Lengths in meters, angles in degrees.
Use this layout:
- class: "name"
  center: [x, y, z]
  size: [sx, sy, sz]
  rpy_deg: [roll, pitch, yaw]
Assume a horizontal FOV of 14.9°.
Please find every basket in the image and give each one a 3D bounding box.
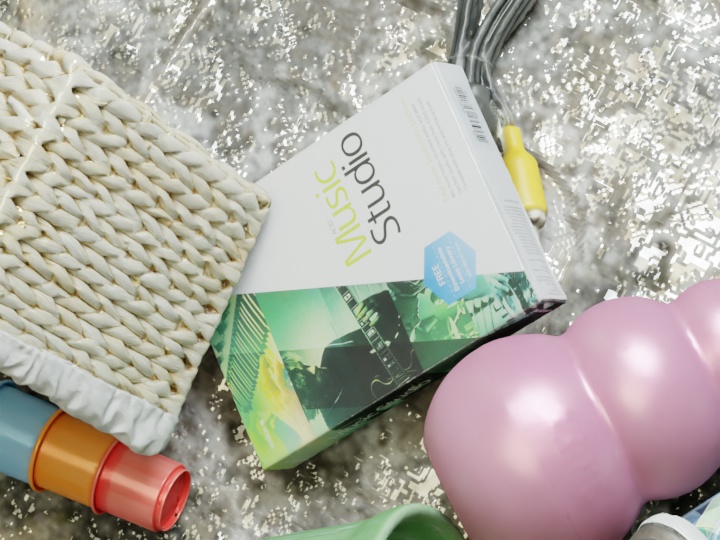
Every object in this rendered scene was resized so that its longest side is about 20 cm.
- class: "basket"
  center: [-0.185, -0.029, 1.468]
  size: [0.198, 0.200, 0.161]
  rpy_deg: [25, 83, 40]

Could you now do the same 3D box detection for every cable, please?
- class: "cable"
  center: [0.063, -0.094, 1.516]
  size: [0.097, 0.050, 0.201]
  rpy_deg: [-8, 65, 33]

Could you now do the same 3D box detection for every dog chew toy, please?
- class: "dog chew toy"
  center: [0.135, 0.072, 1.413]
  size: [0.199, 0.125, 0.125]
  rpy_deg: [-27, 73, 3]

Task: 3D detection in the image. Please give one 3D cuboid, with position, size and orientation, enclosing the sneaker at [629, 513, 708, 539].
- class: "sneaker"
  center: [0.124, 0.219, 1.376]
  size: [0.077, 0.082, 0.201]
  rpy_deg: [26, 107, 35]

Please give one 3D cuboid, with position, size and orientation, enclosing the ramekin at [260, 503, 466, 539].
- class: "ramekin"
  center: [-0.005, 0.222, 1.388]
  size: [0.097, 0.200, 0.201]
  rpy_deg: [-8, 78, 24]

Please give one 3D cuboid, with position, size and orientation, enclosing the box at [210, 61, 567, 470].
- class: "box"
  center: [0.000, 0.000, 1.479]
  size: [0.200, 0.036, 0.145]
  rpy_deg: [-34, 71, 29]

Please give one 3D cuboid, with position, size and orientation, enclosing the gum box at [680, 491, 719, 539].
- class: "gum box"
  center: [0.258, 0.184, 1.389]
  size: [0.169, 0.045, 0.201]
  rpy_deg: [-33, 71, 10]

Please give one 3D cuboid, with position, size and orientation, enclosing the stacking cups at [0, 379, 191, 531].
- class: "stacking cups"
  center: [-0.192, 0.096, 1.538]
  size: [0.199, 0.060, 0.061]
  rpy_deg: [22, 87, 19]
